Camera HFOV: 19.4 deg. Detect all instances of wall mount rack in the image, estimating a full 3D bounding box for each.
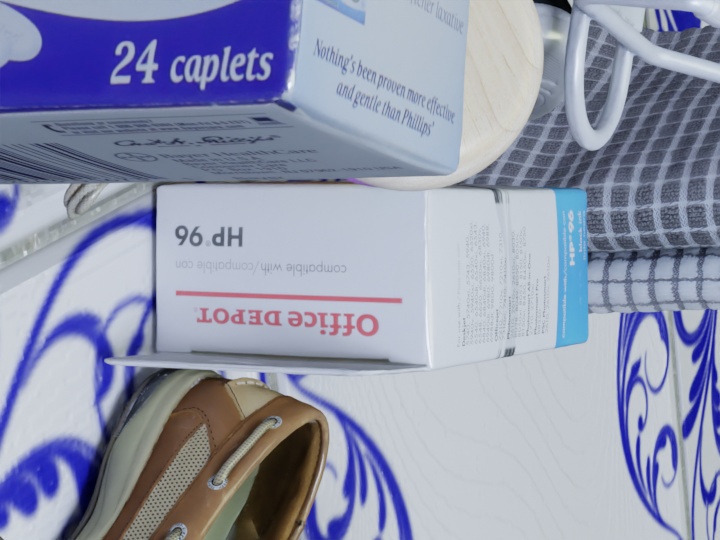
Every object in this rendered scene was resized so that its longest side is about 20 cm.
[{"bbox_3d":[0.135,-0.135,0.777,0.174,0.074,0.201,16,82,-65],"label":"wall mount rack"}]

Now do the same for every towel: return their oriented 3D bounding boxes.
[{"bbox_3d":[0.152,-0.061,1.058,0.200,0.165,0.086,-57,133,-47],"label":"towel"}]

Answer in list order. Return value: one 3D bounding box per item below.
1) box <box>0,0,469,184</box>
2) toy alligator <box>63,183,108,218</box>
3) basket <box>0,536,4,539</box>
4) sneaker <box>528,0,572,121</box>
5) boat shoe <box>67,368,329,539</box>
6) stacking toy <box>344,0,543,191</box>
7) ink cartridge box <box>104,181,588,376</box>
[{"bbox_3d":[-0.066,-0.131,0.598,0.105,0.183,0.201,18,75,-61],"label":"box"},{"bbox_3d":[-0.069,-0.090,0.741,0.054,0.059,0.200,41,41,-5],"label":"toy alligator"},{"bbox_3d":[-0.157,0.150,0.488,0.181,0.136,0.200,67,31,-46],"label":"basket"},{"bbox_3d":[0.031,-0.109,0.846,0.200,0.073,0.112,142,-52,-70],"label":"sneaker"},{"bbox_3d":[-0.066,0.121,0.721,0.076,0.074,0.201,55,46,-49],"label":"boat shoe"},{"bbox_3d":[-0.009,-0.067,0.727,0.200,0.085,0.086,180,-89,-74],"label":"stacking toy"},{"bbox_3d":[0.000,0.000,0.806,0.200,0.116,0.068,-4,95,-64],"label":"ink cartridge box"}]
